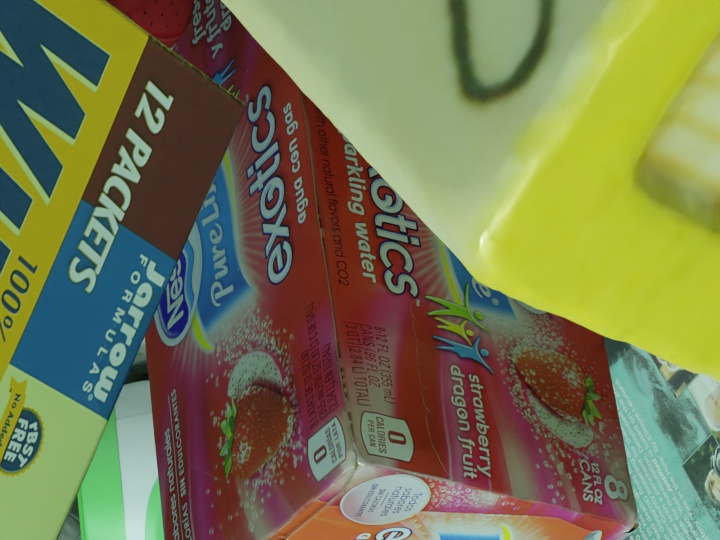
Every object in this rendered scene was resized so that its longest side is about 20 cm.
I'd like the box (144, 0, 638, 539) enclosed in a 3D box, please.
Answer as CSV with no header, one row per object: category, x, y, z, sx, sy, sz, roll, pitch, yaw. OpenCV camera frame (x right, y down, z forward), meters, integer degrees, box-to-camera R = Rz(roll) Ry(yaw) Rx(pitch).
box,0.000,0.000,0.871,0.099,0.201,0.095,14,142,-32

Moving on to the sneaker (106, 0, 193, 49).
sneaker,-0.057,-0.125,0.776,0.112,0.072,0.200,-14,147,16

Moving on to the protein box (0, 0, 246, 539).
protein box,-0.178,-0.037,0.747,0.199,0.135,0.198,14,167,39

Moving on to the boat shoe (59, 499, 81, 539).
boat shoe,-0.159,0.142,1.204,0.057,0.067,0.200,14,140,-25

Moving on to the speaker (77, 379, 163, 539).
speaker,-0.005,0.076,1.111,0.199,0.089,0.089,-5,149,-5

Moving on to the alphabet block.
alphabet block,0.088,-0.099,0.667,0.196,0.200,0.196,20,110,-40

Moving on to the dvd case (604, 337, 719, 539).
dvd case,0.095,0.021,0.977,0.022,0.146,0.200,-17,157,-33
